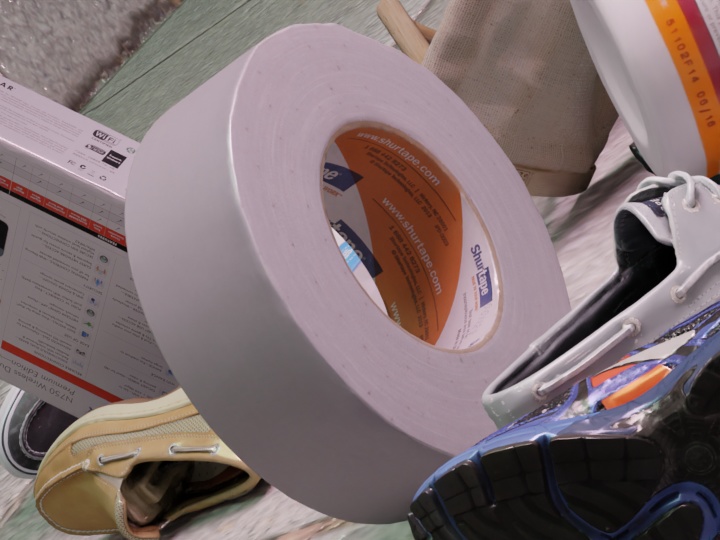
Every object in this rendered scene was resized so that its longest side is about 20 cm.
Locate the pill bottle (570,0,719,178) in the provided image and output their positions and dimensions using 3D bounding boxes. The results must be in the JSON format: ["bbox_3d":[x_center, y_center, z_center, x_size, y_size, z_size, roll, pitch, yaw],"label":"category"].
[{"bbox_3d":[0.190,-0.122,0.871,0.200,0.113,0.113,-25,14,2],"label":"pill bottle"}]

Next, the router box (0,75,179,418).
[{"bbox_3d":[-0.170,-0.003,1.262,0.049,0.200,0.180,-58,-8,-48],"label":"router box"}]

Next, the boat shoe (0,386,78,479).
[{"bbox_3d":[-0.157,0.064,1.442,0.200,0.072,0.068,-38,11,-14],"label":"boat shoe"}]

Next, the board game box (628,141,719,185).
[{"bbox_3d":[0.221,-0.113,0.990,0.200,0.028,0.135,-44,14,-8],"label":"board game box"}]

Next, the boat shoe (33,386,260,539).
[{"bbox_3d":[-0.117,0.113,1.179,0.200,0.072,0.076,-30,30,42],"label":"boat shoe"}]

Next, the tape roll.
[{"bbox_3d":[0.000,0.000,0.898,0.066,0.200,0.200,-32,17,35],"label":"tape roll"}]

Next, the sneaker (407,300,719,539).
[{"bbox_3d":[0.105,0.057,0.732,0.200,0.075,0.078,-27,10,25],"label":"sneaker"}]

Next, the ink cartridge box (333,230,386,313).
[{"bbox_3d":[-0.012,0.013,1.178,0.200,0.067,0.116,-23,24,54],"label":"ink cartridge box"}]

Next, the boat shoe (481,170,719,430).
[{"bbox_3d":[0.124,0.001,0.817,0.201,0.072,0.070,-45,13,-19],"label":"boat shoe"}]

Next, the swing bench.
[{"bbox_3d":[0.102,-0.161,1.114,0.200,0.129,0.199,-93,26,-64],"label":"swing bench"}]
